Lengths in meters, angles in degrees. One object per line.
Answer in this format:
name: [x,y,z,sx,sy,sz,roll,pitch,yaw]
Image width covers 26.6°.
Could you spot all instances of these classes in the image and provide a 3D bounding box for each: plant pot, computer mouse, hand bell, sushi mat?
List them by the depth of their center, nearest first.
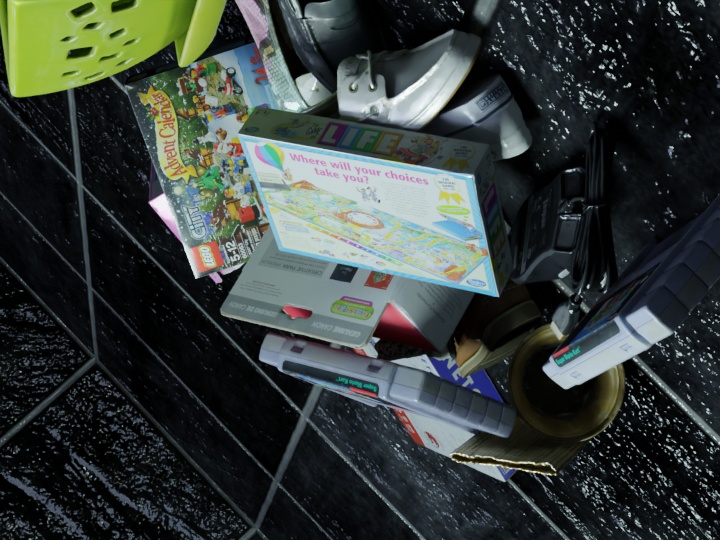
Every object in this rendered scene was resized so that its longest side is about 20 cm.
computer mouse: [0.157,-0.009,1.127,0.046,0.141,0.200,10,159,-10]
plant pot: [-0.205,-0.269,1.228,0.199,0.181,0.201,131,131,-70]
sushi mat: [0.153,0.146,1.347,0.095,0.200,0.012,4,99,21]
hand bell: [0.163,0.100,1.395,0.104,0.104,0.200,49,173,-3]

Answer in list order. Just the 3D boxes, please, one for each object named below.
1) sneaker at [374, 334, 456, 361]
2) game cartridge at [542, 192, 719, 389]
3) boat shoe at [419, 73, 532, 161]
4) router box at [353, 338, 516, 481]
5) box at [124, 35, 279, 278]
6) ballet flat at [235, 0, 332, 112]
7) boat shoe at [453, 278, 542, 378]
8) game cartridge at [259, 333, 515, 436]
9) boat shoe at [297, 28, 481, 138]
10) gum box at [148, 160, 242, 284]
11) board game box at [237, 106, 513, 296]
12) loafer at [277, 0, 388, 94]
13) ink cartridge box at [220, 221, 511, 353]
sneaker: [0.022,0.011,1.426,0.200,0.088,0.077,-113,10,-45]
game cartridge: [0.199,0.014,1.047,0.038,0.130,0.200,47,161,3]
boat shoe: [0.065,-0.098,1.203,0.065,0.074,0.200,54,160,-11]
router box: [0.077,0.121,1.649,0.179,0.049,0.200,16,143,58]
box: [-0.124,-0.107,1.433,0.038,0.136,0.201,-106,-3,-70]
ballet flat: [-0.050,-0.190,1.268,0.071,0.069,0.201,-8,113,43]
boat shoe: [0.118,0.043,1.391,0.068,0.072,0.200,60,164,12]
game cartridge: [0.019,0.099,1.303,0.129,0.039,0.200,19,174,-43]
boat shoe: [0.010,-0.134,1.165,0.069,0.071,0.200,41,136,-17]
gum box: [-0.156,-0.086,1.562,0.114,0.066,0.200,53,-166,-28]
board game box: [0.013,-0.054,1.179,0.199,0.034,0.135,12,143,25]
loafer: [-0.028,-0.210,1.194,0.201,0.068,0.070,59,166,-23]
ink cartridge box: [0.000,0.000,1.322,0.200,0.176,0.084,11,154,48]
